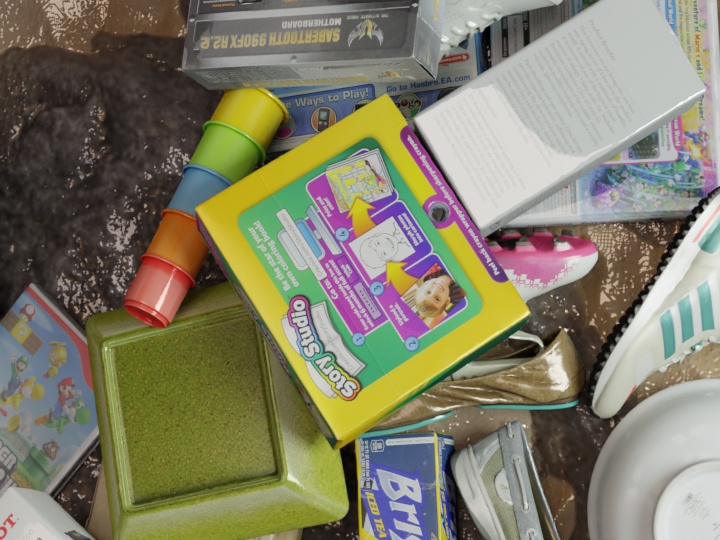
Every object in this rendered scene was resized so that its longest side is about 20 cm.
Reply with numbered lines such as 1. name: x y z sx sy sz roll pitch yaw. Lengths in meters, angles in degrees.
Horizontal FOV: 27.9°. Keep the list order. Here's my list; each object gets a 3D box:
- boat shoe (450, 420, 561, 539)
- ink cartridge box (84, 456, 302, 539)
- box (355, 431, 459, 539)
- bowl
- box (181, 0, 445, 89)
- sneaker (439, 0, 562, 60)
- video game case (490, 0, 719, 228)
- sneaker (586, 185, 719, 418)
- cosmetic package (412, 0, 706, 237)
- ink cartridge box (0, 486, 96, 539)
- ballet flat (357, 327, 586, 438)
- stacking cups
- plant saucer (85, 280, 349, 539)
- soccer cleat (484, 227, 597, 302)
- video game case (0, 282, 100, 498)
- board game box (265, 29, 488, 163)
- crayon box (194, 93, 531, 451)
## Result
1. boat shoe: 0.139 0.213 1.091 0.064 0.074 0.204 -33 67 13
2. ink cartridge box: -0.119 0.138 1.176 0.163 0.075 0.203 11 85 19
3. box: 0.039 0.228 1.121 0.069 0.064 0.203 -5 80 16
4. bowl: 0.259 0.181 1.039 0.198 0.090 0.204 -1 87 12
5. box: -0.032 -0.223 1.097 0.197 0.048 0.161 0 77 24
6. sneaker: 0.066 -0.197 1.125 0.197 0.078 0.101 1 88 25
7. video game case: 0.194 -0.138 1.147 0.179 0.024 0.203 -2 80 9
8. sneaker: 0.250 0.040 1.086 0.093 0.070 0.201 33 97 5
9. cosmetic package: 0.148 -0.120 1.096 0.198 0.071 0.102 -31 83 2
10. ink cartridge box: -0.232 0.284 1.097 0.199 0.084 0.145 39 86 15
11. ballet flat: 0.074 0.079 1.116 0.197 0.068 0.073 -8 102 5
12. stacking cups: -0.126 -0.051 1.132 0.060 0.061 0.202 22 73 18
13. plant saucer: -0.122 0.109 1.118 0.197 0.048 0.203 -13 77 14
14. soccer cleat: 0.091 0.017 1.146 0.197 0.070 0.088 -5 102 13
15. video game case: -0.301 0.133 1.260 0.143 0.017 0.201 41 94 19
16. board game box: 0.005 -0.198 1.204 0.197 0.056 0.199 -6 79 15
17. crayon box: 0.000 0.000 1.072 0.171 0.058 0.201 -31 80 -10
